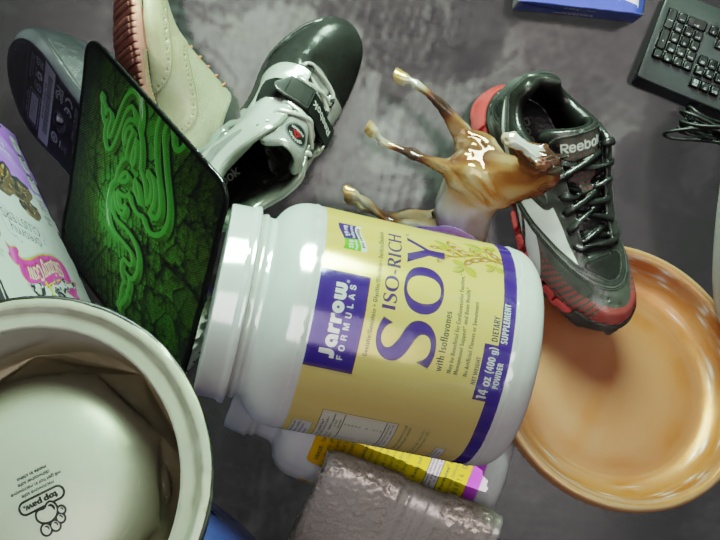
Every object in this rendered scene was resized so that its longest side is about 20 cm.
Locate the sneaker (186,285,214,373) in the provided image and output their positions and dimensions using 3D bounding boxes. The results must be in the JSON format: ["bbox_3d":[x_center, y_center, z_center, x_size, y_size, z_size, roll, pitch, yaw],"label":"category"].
[{"bbox_3d":[-0.193,0.074,0.853,0.099,0.070,0.200,40,92,0],"label":"sneaker"}]

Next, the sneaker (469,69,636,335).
[{"bbox_3d":[0.145,-0.053,0.810,0.070,0.098,0.201,-19,79,-21],"label":"sneaker"}]

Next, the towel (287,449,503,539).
[{"bbox_3d":[0.007,0.213,0.830,0.132,0.035,0.201,21,132,-2],"label":"towel"}]

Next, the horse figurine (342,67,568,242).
[{"bbox_3d":[0.055,-0.051,0.818,0.132,0.050,0.200,29,137,4],"label":"horse figurine"}]

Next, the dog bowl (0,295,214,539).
[{"bbox_3d":[-0.174,0.119,0.638,0.199,0.074,0.202,-1,74,3],"label":"dog bowl"}]

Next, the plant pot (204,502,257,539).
[{"bbox_3d":[-0.139,0.237,0.738,0.179,0.200,0.201,23,78,17],"label":"plant pot"}]

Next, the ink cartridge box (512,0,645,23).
[{"bbox_3d":[0.170,-0.290,0.842,0.093,0.044,0.201,7,95,1],"label":"ink cartridge box"}]

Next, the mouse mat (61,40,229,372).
[{"bbox_3d":[-0.150,-0.030,0.764,0.161,0.008,0.201,47,137,25],"label":"mouse mat"}]

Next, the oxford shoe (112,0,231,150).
[{"bbox_3d":[-0.137,-0.140,0.847,0.073,0.071,0.201,-11,100,-20],"label":"oxford shoe"}]

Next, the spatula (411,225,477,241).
[{"bbox_3d":[0.000,0.000,0.833,0.199,0.021,0.057,-13,137,26],"label":"spatula"}]

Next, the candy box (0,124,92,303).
[{"bbox_3d":[-0.258,-0.020,0.769,0.071,0.168,0.201,-29,75,2],"label":"candy box"}]

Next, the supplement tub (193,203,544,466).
[{"bbox_3d":[0.003,0.038,0.737,0.199,0.145,0.146,12,94,-8],"label":"supplement tub"}]

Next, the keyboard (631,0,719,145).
[{"bbox_3d":[0.306,-0.128,0.859,0.199,0.040,0.105,21,93,-1],"label":"keyboard"}]

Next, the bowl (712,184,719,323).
[{"bbox_3d":[0.344,-0.043,0.826,0.199,0.075,0.201,-4,112,-7],"label":"bowl"}]

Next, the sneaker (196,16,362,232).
[{"bbox_3d":[-0.050,-0.099,0.813,0.074,0.088,0.200,45,73,-29],"label":"sneaker"}]

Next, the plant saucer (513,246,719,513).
[{"bbox_3d":[0.186,0.079,0.838,0.199,0.037,0.201,5,67,-11],"label":"plant saucer"}]

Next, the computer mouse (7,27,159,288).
[{"bbox_3d":[-0.185,-0.096,0.822,0.053,0.139,0.200,-23,64,-36],"label":"computer mouse"}]

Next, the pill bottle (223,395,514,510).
[{"bbox_3d":[0.005,0.116,0.841,0.199,0.104,0.105,22,94,-3],"label":"pill bottle"}]
